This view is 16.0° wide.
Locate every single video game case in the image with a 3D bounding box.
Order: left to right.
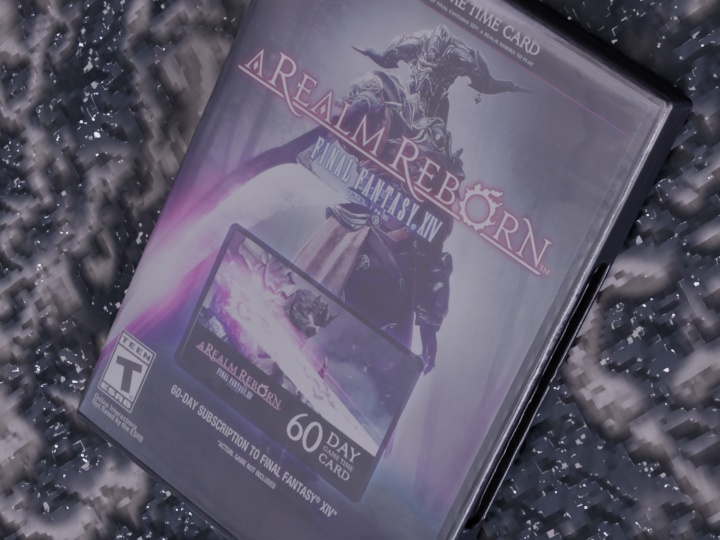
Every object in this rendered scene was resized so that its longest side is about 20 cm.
[{"bbox_3d":[0.000,0.000,0.782,0.143,0.019,0.200,36,115,26],"label":"video game case"}]
